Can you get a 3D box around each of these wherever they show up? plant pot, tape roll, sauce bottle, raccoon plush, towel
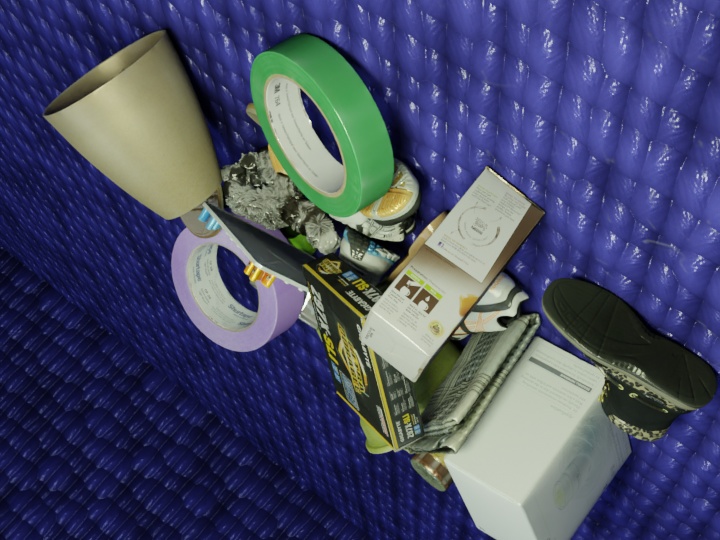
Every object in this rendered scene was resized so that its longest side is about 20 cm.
[{"bbox_3d":[-0.271,-0.171,1.643,0.200,0.187,0.187,57,158,-21],"label":"plant pot"},{"bbox_3d":[-0.178,0.013,1.845,0.200,0.066,0.201,19,123,32],"label":"tape roll"},{"bbox_3d":[0.147,0.191,1.658,0.065,0.200,0.065,37,163,13],"label":"sauce bottle"},{"bbox_3d":[-0.115,-0.074,1.714,0.200,0.097,0.134,54,170,10],"label":"raccoon plush"},{"bbox_3d":[-0.044,-0.156,1.394,0.200,0.048,0.201,45,155,28],"label":"tape roll"},{"bbox_3d":[0.127,0.140,1.580,0.035,0.200,0.193,37,164,-9],"label":"towel"},{"bbox_3d":[0.042,0.117,1.762,0.184,0.200,0.200,55,160,-9],"label":"plant pot"}]

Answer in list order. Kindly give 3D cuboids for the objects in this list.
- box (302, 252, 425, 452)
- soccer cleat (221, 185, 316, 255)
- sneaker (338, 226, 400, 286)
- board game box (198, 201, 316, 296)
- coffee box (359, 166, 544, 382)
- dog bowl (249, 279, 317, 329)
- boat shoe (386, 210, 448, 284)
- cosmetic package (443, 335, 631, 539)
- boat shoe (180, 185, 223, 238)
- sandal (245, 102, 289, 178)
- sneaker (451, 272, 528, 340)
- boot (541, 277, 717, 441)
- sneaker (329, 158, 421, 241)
[{"bbox_3d":[0.003,0.096,1.550,0.160,0.049,0.201,42,152,53],"label":"box"},{"bbox_3d":[-0.146,-0.083,1.857,0.200,0.068,0.081,27,149,20],"label":"soccer cleat"},{"bbox_3d":[0.000,0.000,1.617,0.075,0.087,0.200,32,179,7],"label":"sneaker"},{"bbox_3d":[-0.100,-0.004,1.669,0.200,0.026,0.200,28,-170,-36],"label":"board game box"},{"bbox_3d":[0.093,0.006,1.329,0.080,0.200,0.114,38,163,5],"label":"coffee box"},{"bbox_3d":[-0.081,0.042,1.939,0.200,0.059,0.200,33,174,4],"label":"dog bowl"},{"bbox_3d":[0.086,-0.004,1.534,0.070,0.070,0.200,44,162,3],"label":"boat shoe"},{"bbox_3d":[0.225,0.229,1.590,0.123,0.200,0.200,29,159,33],"label":"cosmetic package"},{"bbox_3d":[-0.225,-0.145,1.757,0.072,0.065,0.201,-11,105,18],"label":"boat shoe"},{"bbox_3d":[-0.076,-0.129,1.602,0.080,0.054,0.200,16,150,55],"label":"sandal"},{"bbox_3d":[0.145,0.052,1.546,0.080,0.074,0.200,37,162,6],"label":"sneaker"},{"bbox_3d":[0.272,0.104,1.391,0.203,0.074,0.154,34,157,10],"label":"boot"},{"bbox_3d":[0.039,-0.076,1.492,0.088,0.076,0.200,32,171,-18],"label":"sneaker"}]
